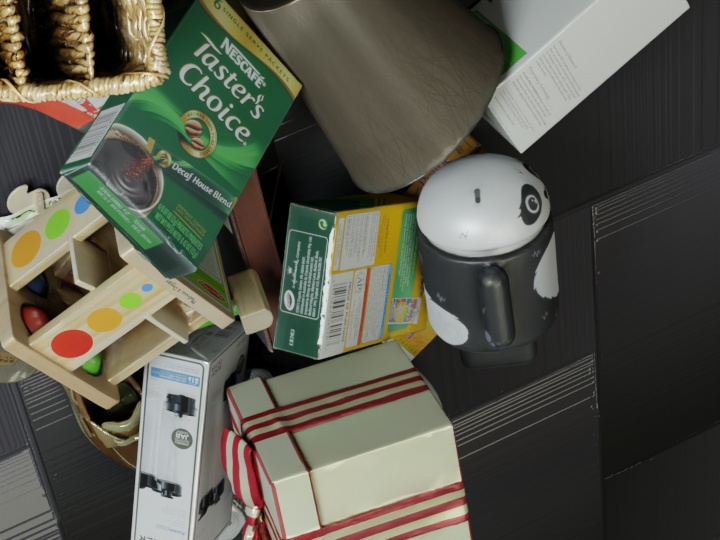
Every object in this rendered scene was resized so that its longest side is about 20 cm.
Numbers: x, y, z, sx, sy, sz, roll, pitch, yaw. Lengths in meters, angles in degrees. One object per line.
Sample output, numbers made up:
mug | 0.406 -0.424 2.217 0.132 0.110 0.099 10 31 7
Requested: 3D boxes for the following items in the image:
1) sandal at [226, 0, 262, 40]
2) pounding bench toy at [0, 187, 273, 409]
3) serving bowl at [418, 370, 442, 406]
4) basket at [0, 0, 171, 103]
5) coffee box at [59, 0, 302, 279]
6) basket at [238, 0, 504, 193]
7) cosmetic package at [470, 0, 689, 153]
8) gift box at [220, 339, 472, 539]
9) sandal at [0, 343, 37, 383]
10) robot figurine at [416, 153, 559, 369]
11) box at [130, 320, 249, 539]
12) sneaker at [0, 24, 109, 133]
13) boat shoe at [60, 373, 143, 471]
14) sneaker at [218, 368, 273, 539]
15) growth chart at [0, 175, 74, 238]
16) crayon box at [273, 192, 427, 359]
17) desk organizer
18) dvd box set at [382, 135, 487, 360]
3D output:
sandal | -0.140 -0.138 1.418 0.077 0.069 0.214 21 73 -37
pounding bench toy | -0.186 0.028 1.436 0.156 0.125 0.200 -35 135 18
serving bowl | 0.015 0.186 1.687 0.199 0.066 0.202 -22 125 -36
basket | -0.229 -0.218 1.212 0.142 0.149 0.202 -11 104 -25
coffee box | -0.132 -0.109 1.334 0.123 0.044 0.201 47 52 -26
basket | 0.000 -0.191 1.434 0.181 0.136 0.200 -54 130 -8
cosmetic package | 0.174 -0.214 1.542 0.200 0.108 0.085 -43 133 0
gift box | -0.022 0.186 1.532 0.185 0.200 0.186 -17 114 -12
sandal | -0.350 0.079 1.451 0.199 0.055 0.082 9 133 -40
robot figurine | 0.117 -0.008 1.572 0.124 0.150 0.201 -30 129 -27
box | -0.151 0.151 1.564 0.060 0.117 0.202 10 109 13
sneaker | -0.241 -0.177 1.336 0.200 0.067 0.108 19 110 -44
boat shoe | -0.219 0.123 1.561 0.075 0.074 0.201 -34 134 -5
sneaker | -0.085 0.171 1.686 0.114 0.075 0.201 -6 128 -31
growth chart | -0.222 -0.029 1.488 0.198 0.018 0.146 -17 129 -22
crayon box | 0.000 0.000 1.548 0.200 0.051 0.127 -10 110 -60
desk organizer | -0.082 -0.036 1.536 0.077 0.072 0.201 -27 133 -15
dvd box set | 0.071 -0.019 1.672 0.200 0.029 0.146 -45 134 3
